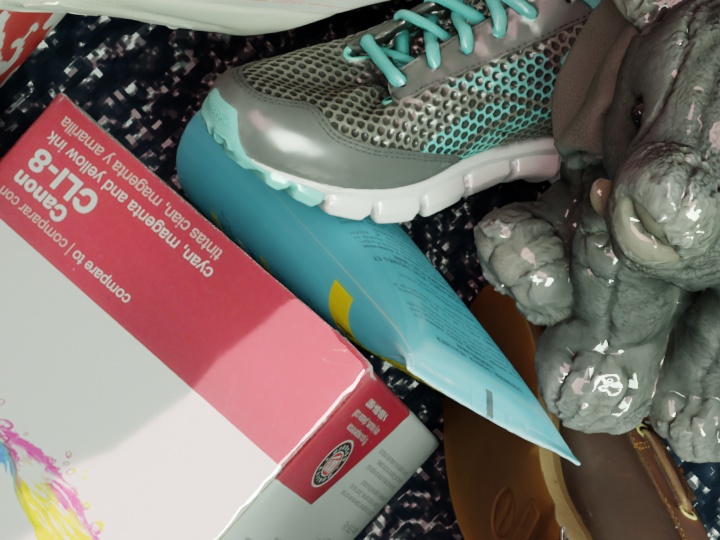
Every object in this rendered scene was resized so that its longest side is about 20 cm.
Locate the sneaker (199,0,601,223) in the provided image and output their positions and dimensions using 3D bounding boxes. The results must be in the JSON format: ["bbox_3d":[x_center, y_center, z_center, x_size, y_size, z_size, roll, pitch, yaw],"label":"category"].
[{"bbox_3d":[0.040,-0.073,0.963,0.200,0.091,0.078,-8,37,-32],"label":"sneaker"}]

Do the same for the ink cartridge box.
[{"bbox_3d":[-0.099,0.075,0.967,0.145,0.145,0.200,41,86,15],"label":"ink cartridge box"}]

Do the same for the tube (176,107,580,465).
[{"bbox_3d":[0.000,0.000,0.959,0.050,0.077,0.200,-58,36,10],"label":"tube"}]

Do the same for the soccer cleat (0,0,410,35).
[{"bbox_3d":[-0.069,-0.106,0.958,0.200,0.078,0.069,-1,64,0],"label":"soccer cleat"}]

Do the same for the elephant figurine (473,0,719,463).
[{"bbox_3d":[0.112,-0.039,0.866,0.141,0.200,0.155,-16,60,-11],"label":"elephant figurine"}]

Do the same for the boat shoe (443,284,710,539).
[{"bbox_3d":[0.075,0.081,0.949,0.070,0.070,0.200,13,36,-19],"label":"boat shoe"}]

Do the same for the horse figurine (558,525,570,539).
[{"bbox_3d":[0.047,0.187,0.788,0.133,0.050,0.200,-28,83,6],"label":"horse figurine"}]

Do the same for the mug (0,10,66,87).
[{"bbox_3d":[-0.178,-0.128,1.029,0.178,0.133,0.200,43,86,13],"label":"mug"}]
